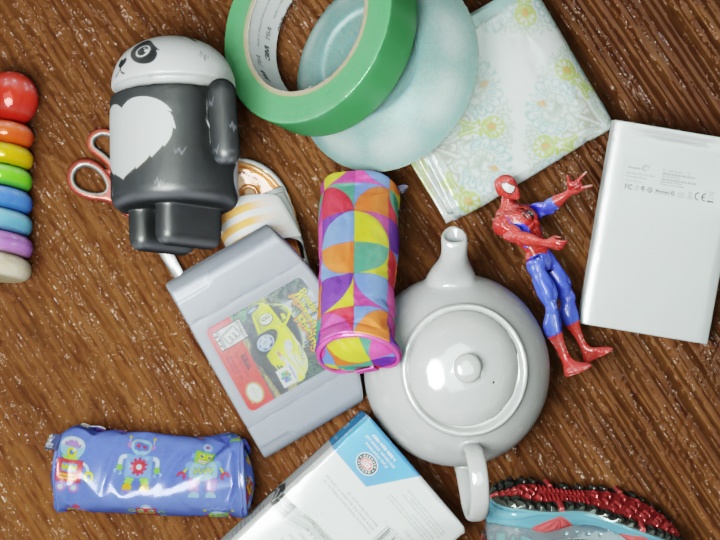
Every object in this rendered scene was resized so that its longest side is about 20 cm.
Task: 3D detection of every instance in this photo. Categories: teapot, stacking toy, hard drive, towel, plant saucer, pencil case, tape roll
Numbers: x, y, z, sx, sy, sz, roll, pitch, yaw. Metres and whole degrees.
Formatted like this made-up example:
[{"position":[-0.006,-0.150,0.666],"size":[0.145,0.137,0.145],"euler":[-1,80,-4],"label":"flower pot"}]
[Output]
[{"position":[0.095,0.098,1.330],"size":[0.200,0.146,0.198],"euler":[40,86,0],"label":"teapot"},{"position":[-0.346,-0.093,1.362],"size":[0.084,0.085,0.203],"euler":[8,81,-2],"label":"stacking toy"},{"position":[0.296,-0.038,1.390],"size":[0.130,0.026,0.203],"euler":[9,96,-2],"label":"hard drive"},{"position":[0.126,-0.167,1.397],"size":[0.199,0.048,0.172],"euler":[-30,91,-3],"label":"towel"},{"position":[0.016,-0.197,1.349],"size":[0.199,0.039,0.204],"euler":[-6,77,28],"label":"plant saucer"},{"position":[-0.199,0.192,1.347],"size":[0.197,0.078,0.088],"euler":[3,68,-2],"label":"pencil case"},{"position":[-0.040,-0.231,1.337],"size":[0.198,0.048,0.203],"euler":[-9,74,34],"label":"tape roll"},{"position":[0.000,0.000,1.317],"size":[0.087,0.089,0.202],"euler":[5,56,-2],"label":"pencil case"}]

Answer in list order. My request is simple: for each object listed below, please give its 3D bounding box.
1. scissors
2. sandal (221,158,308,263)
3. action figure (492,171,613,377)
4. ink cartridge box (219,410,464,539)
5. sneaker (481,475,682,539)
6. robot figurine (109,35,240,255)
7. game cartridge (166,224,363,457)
[{"position":[-0.208,-0.054,1.392],"size":[0.200,0.014,0.073],"euler":[44,84,2],"label":"scissors"},{"position":[-0.086,-0.017,1.372],"size":[0.078,0.059,0.209],"euler":[-24,87,-3],"label":"sandal"},{"position":[0.195,-0.010,1.344],"size":[0.065,0.099,0.202],"euler":[-27,88,-47],"label":"action figure"},{"position":[-0.023,0.256,1.345],"size":[0.200,0.084,0.145],"euler":[-42,93,-4],"label":"ink cartridge box"},{"position":[0.213,0.262,1.373],"size":[0.197,0.079,0.097],"euler":[11,110,-4],"label":"sneaker"},{"position":[-0.177,-0.119,1.321],"size":[0.148,0.125,0.203],"euler":[-2,82,6],"label":"robot figurine"},{"position":[-0.082,0.065,1.349],"size":[0.132,0.041,0.202],"euler":[-31,108,-8],"label":"game cartridge"}]
